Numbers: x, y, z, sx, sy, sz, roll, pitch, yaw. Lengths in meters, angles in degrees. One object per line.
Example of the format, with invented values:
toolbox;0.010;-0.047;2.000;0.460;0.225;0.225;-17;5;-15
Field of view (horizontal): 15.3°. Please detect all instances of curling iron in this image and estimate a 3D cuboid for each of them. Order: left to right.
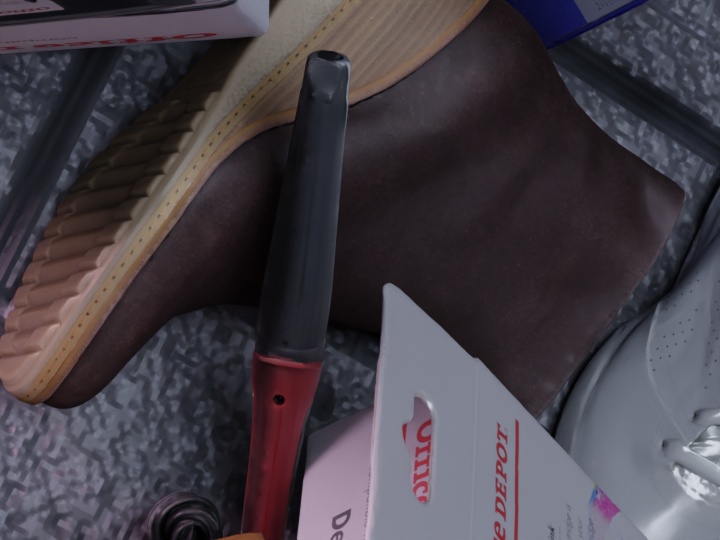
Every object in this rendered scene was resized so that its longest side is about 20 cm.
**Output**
curling iron;-0.031;0.030;0.795;0.049;0.026;0.201;3;117;-28

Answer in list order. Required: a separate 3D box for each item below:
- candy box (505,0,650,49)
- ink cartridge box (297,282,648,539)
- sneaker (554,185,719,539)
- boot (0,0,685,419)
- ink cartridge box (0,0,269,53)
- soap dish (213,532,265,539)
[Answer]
candy box;0.141;-0.159;0.868;0.200;0.169;0.077;-34;96;-24
ink cartridge box;0.039;0.111;0.799;0.200;0.067;0.117;47;31;-31
sneaker;0.132;0.031;0.891;0.075;0.088;0.201;33;75;-20
boot;0.000;0.000;0.843;0.166;0.072;0.200;43;77;-22
ink cartridge box;-0.105;-0.109;0.709;0.144;0.200;0.085;-3;88;5
soap dish;-0.082;0.190;0.763;0.157;0.081;0.201;-11;93;-11
